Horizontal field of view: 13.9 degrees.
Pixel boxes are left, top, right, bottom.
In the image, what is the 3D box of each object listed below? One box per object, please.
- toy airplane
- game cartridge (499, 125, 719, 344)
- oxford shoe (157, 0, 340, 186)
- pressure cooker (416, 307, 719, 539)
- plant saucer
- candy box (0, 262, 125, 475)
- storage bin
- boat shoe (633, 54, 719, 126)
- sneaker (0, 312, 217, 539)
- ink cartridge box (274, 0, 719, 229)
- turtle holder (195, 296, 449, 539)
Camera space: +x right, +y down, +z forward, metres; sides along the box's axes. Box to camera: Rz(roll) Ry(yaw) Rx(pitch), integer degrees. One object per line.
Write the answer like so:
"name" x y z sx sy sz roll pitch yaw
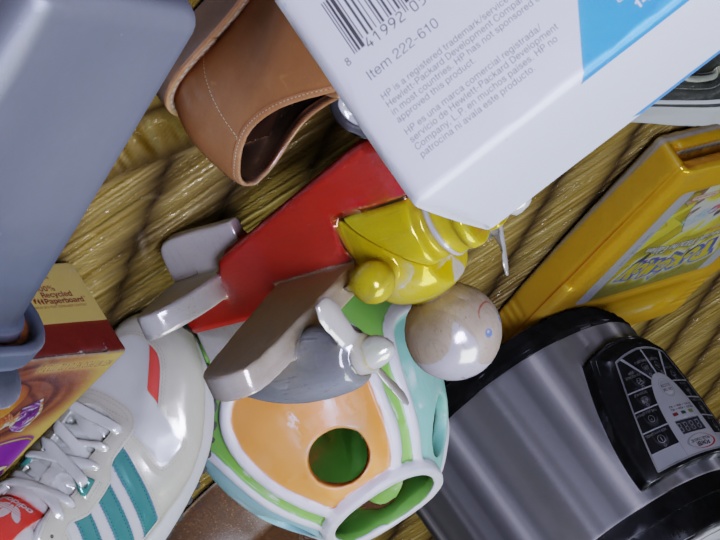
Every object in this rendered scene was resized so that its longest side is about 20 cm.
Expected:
"toy airplane" 0.000 0.000 1.329 0.200 0.141 0.199 -44 -177 -12
"game cartridge" 0.183 -0.023 1.747 0.176 0.032 0.200 -15 153 -43
"oxford shoe" -0.006 -0.111 1.163 0.071 0.071 0.200 -11 150 -44
"pressure cooker" 0.139 0.145 1.733 0.176 0.200 0.179 -33 159 -7
"plant saucer" -0.028 0.139 1.795 0.200 0.037 0.201 -31 161 -12
"candy box" -0.211 0.079 1.317 0.200 0.057 0.117 -42 160 28
"storage bin" -0.143 -0.074 0.858 0.134 0.200 0.145 -51 156 19
"boat shoe" 0.149 -0.111 1.413 0.200 0.071 0.064 -13 153 -43
"sneaker" -0.137 0.109 1.392 0.093 0.070 0.200 27 88 -62
"ink cartridge box" 0.031 -0.138 0.960 0.144 0.200 0.085 -37 165 13
"turtle holder" -0.023 0.075 1.494 0.141 0.132 0.186 -26 160 -21
